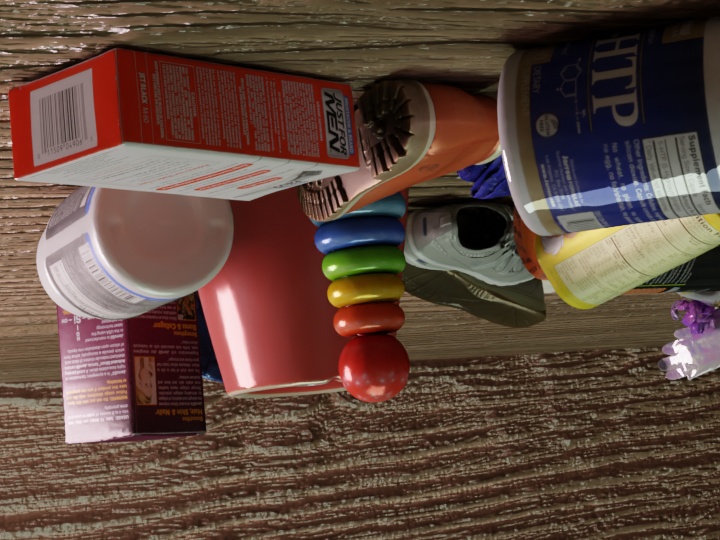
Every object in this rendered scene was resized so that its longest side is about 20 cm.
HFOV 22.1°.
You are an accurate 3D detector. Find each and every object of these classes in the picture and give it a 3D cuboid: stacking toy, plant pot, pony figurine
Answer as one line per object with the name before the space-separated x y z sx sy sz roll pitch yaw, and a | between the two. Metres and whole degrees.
stacking toy | 0.000 0.000 1.394 0.085 0.201 0.085 -4 173 -1
plant pot | -0.051 0.014 1.572 0.200 0.178 0.200 -5 172 -1
pony figurine | 0.428 0.025 2.198 0.193 0.167 0.200 -15 154 19

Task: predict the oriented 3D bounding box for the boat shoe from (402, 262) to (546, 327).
boat shoe | 0.101 -0.002 1.841 0.200 0.067 0.074 24 149 -32

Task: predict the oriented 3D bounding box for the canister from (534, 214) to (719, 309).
canister | 0.236 -0.053 1.340 0.148 0.087 0.200 -30 179 -39

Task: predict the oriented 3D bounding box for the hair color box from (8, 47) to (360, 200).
hair color box | -0.109 -0.089 1.169 0.111 0.064 0.200 -13 168 42

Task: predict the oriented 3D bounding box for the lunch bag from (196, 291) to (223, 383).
lunch bag | -0.163 0.036 1.847 0.136 0.133 0.200 17 176 11

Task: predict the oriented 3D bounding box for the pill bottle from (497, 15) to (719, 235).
pill bottle | 0.194 -0.092 1.126 0.200 0.120 0.120 -8 172 20

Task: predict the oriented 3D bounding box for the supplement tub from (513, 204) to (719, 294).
supplement tub | 0.237 -0.041 1.544 0.200 0.123 0.122 -1 172 -28

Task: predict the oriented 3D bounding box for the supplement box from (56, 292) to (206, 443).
supplement box | -0.213 0.057 1.697 0.085 0.201 0.110 -9 173 31

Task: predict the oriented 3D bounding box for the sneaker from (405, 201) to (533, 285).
sneaker | 0.133 -0.028 1.770 0.200 0.075 0.082 -1 170 -38

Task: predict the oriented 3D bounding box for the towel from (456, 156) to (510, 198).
towel | 0.156 -0.093 1.372 0.147 0.050 0.200 -3 173 -7

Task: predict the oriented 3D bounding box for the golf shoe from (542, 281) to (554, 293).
golf shoe | 0.158 -0.013 1.925 0.200 0.076 0.091 -12 167 37

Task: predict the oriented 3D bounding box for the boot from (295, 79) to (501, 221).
boot | 0.027 -0.082 1.294 0.107 0.075 0.200 -6 173 -31

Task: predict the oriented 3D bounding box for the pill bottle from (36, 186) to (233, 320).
pill bottle | -0.184 -0.022 1.450 0.114 0.114 0.200 -2 173 -25
